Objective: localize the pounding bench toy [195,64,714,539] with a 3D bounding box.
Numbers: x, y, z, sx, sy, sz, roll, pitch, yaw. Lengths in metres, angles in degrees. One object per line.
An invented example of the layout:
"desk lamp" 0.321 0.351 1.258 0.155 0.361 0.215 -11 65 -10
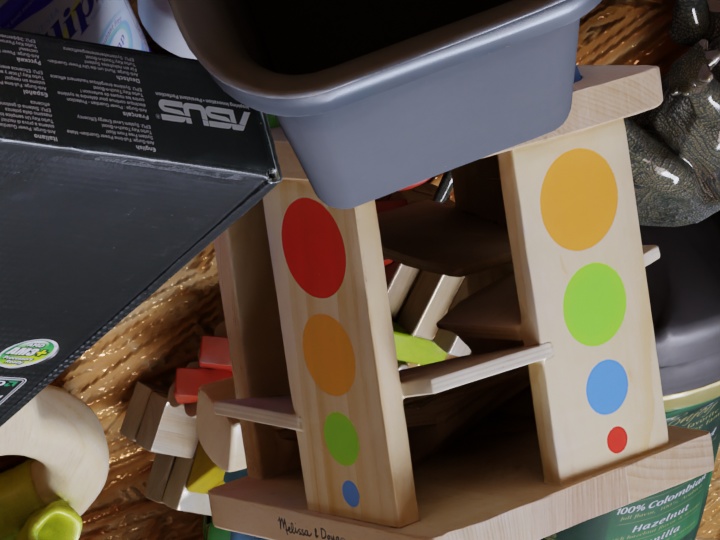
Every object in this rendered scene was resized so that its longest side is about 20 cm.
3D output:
"pounding bench toy" 0.000 0.000 1.023 0.124 0.156 0.200 -17 -167 -36

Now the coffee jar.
"coffee jar" 0.106 0.043 1.222 0.085 0.104 0.200 -18 149 -19

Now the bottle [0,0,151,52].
"bottle" -0.121 -0.093 0.910 0.084 0.065 0.200 -51 152 -18

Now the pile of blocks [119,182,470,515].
"pile of blocks" -0.028 0.040 1.156 0.062 0.082 0.200 14 133 -42

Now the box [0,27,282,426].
"box" -0.158 -0.009 0.897 0.200 0.048 0.193 7 149 -39

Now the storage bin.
"storage bin" -0.014 -0.114 0.850 0.145 0.200 0.134 -21 157 -3

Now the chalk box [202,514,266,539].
"chalk box" -0.011 0.154 1.266 0.124 0.124 0.200 7 142 -3

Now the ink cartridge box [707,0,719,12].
"ink cartridge box" 0.212 -0.114 1.117 0.200 0.044 0.174 -9 146 -21

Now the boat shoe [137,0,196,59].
"boat shoe" 0.019 -0.124 0.971 0.200 0.074 0.067 -18 141 -28

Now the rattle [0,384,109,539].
"rattle" -0.153 0.099 1.120 0.130 0.143 0.200 2 150 -4

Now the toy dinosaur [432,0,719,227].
"toy dinosaur" 0.116 -0.050 1.049 0.200 0.077 0.102 -36 131 22
